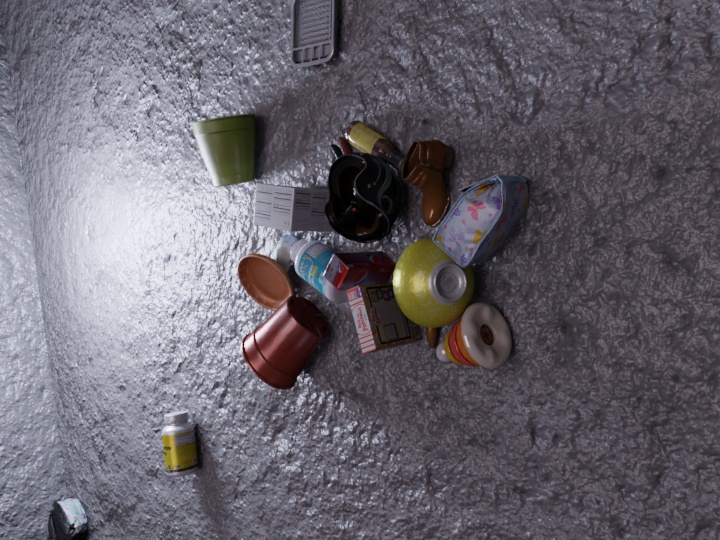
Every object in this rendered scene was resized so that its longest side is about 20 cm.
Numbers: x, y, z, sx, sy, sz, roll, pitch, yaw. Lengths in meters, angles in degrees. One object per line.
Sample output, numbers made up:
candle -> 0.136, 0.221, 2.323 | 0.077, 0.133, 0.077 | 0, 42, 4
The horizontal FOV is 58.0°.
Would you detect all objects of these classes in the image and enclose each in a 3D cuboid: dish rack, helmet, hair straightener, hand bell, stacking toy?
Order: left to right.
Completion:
dish rack -> -0.123, -0.670, 1.799 | 0.168, 0.043, 0.207 | 4, 95, 41
hair straightener -> -0.035, -0.254, 1.753 | 0.076, 0.040, 0.205 | -31, 77, 36
helmet -> 0.008, -0.190, 1.613 | 0.198, 0.199, 0.195 | -28, 38, 37
hand bell -> 0.170, 0.090, 1.574 | 0.102, 0.103, 0.207 | 10, 111, 38
stacking toy -> 0.237, 0.172, 1.496 | 0.199, 0.143, 0.150 | -34, 70, 51

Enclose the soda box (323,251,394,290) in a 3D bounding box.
soda box -> 0.000, 0.000, 1.624 | 0.063, 0.197, 0.071 | 41, 116, 29

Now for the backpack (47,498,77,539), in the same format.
backpack -> -1.247, 1.080, 2.776 | 0.200, 0.125, 0.169 | 45, 107, 30

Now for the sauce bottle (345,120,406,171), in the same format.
sauce bottle -> 0.044, -0.315, 1.662 | 0.199, 0.064, 0.066 | 40, 116, 30

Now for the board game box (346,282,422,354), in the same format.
board game box -> 0.062, 0.110, 1.578 | 0.046, 0.197, 0.156 | -22, 78, 37

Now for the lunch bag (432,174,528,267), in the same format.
lunch bag -> 0.271, -0.123, 1.410 | 0.127, 0.168, 0.202 | 44, 118, 20

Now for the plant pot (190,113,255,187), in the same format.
plant pot -> -0.400, -0.360, 1.969 | 0.196, 0.198, 0.199 | 1, 105, 39

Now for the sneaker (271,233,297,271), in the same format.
sneaker -> -0.234, -0.027, 1.918 | 0.071, 0.073, 0.201 | 37, 131, 1

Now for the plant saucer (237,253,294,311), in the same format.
plant saucer -> -0.273, 0.030, 1.910 | 0.195, 0.038, 0.204 | 19, 134, 21

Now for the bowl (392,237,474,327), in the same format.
bowl -> 0.179, 0.027, 1.441 | 0.107, 0.194, 0.207 | 176, 90, -72

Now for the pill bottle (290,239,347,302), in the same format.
pill bottle -> -0.106, -0.008, 1.771 | 0.198, 0.109, 0.114 | 35, 113, 34

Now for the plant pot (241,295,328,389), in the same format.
plant pot -> -0.200, 0.190, 1.821 | 0.196, 0.199, 0.203 | -47, 64, 21

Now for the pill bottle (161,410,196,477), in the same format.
pill bottle -> -0.623, 0.594, 2.234 | 0.110, 0.111, 0.207 | -10, 85, 39

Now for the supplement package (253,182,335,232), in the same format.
supplement package -> -0.167, -0.168, 1.757 | 0.153, 0.197, 0.115 | 12, 99, 38

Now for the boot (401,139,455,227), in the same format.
boot -> 0.148, -0.204, 1.519 | 0.072, 0.153, 0.207 | 16, 102, 37
